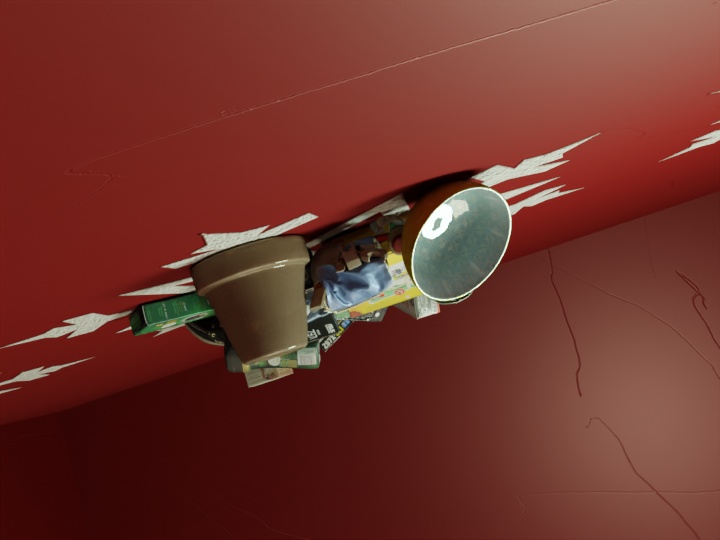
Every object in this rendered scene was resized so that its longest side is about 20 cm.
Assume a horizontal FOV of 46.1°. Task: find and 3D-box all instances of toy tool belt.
[{"bbox_3d":[0.004,0.002,1.415,0.197,0.126,0.123,-26,-159,12],"label":"toy tool belt"}]

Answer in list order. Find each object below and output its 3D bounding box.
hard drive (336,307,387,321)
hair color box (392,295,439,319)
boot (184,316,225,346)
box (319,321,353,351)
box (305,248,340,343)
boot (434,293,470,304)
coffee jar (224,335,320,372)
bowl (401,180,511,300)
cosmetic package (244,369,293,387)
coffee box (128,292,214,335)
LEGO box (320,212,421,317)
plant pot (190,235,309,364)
[{"bbox_3d":[-0.016,0.039,1.769,0.197,0.038,0.141,3,124,-35],"label":"hard drive"},{"bbox_3d":[0.103,0.033,1.897,0.060,0.104,0.200,-14,-164,-18],"label":"hair color box"},{"bbox_3d":[-0.288,0.106,1.841,0.074,0.197,0.152,-59,171,-38],"label":"boot"},{"bbox_3d":[-0.029,0.081,1.974,0.160,0.049,0.200,-46,-173,24],"label":"box"},{"bbox_3d":[-0.140,0.066,1.610,0.161,0.087,0.201,-17,149,1],"label":"box"},{"bbox_3d":[0.163,-0.009,1.736,0.179,0.074,0.199,-17,-150,-30],"label":"boot"},{"bbox_3d":[-0.182,0.154,1.745,0.196,0.105,0.087,-2,129,-5],"label":"coffee jar"},{"bbox_3d":[0.136,-0.065,1.372,0.197,0.203,0.108,-14,-144,-28],"label":"bowl"},{"bbox_3d":[-0.233,0.157,1.960,0.086,0.204,0.103,-19,176,15],"label":"cosmetic package"},{"bbox_3d":[-0.346,0.077,1.669,0.197,0.045,0.123,-14,173,-30],"label":"coffee box"},{"bbox_3d":[0.045,-0.010,1.550,0.196,0.078,0.150,-18,141,9],"label":"LEGO box"},{"bbox_3d":[-0.164,0.056,1.390,0.196,0.178,0.200,-16,173,-2],"label":"plant pot"}]
